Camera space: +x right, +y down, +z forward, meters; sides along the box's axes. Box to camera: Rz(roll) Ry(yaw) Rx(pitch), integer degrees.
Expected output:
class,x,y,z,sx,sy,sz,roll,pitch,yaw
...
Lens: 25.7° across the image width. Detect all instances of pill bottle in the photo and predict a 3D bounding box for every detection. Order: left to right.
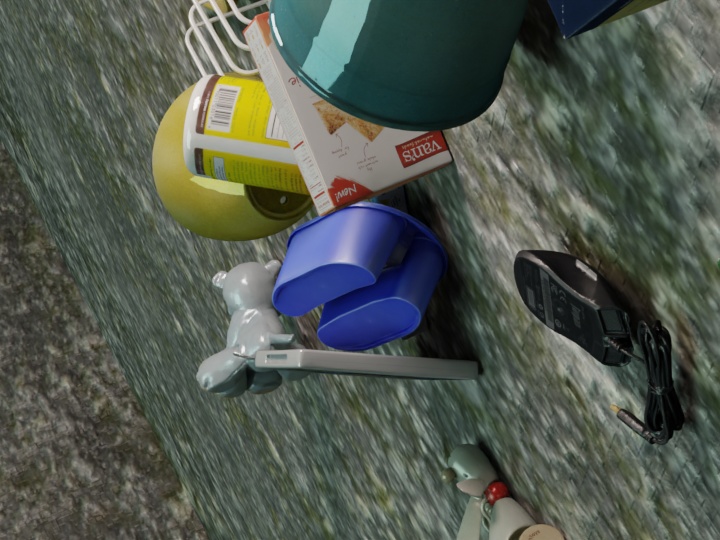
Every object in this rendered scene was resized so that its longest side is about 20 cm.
class,x,y,z,sx,sy,sz,roll,pitch,yaw
pill bottle,-0.077,-0.138,1.645,0.109,0.199,0.110,10,-90,-83

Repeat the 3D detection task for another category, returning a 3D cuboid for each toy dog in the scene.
class,x,y,z,sx,sy,sz,roll,pitch,yaw
toy dog,0.137,0.282,1.691,0.200,0.096,0.132,38,145,56

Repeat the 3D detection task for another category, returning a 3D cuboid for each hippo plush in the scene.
class,x,y,z,sx,sy,sz,roll,pitch,yaw
hippo plush,-0.166,0.076,2.205,0.200,0.159,0.161,63,-171,-69

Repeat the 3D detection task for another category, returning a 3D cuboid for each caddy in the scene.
class,x,y,z,sx,sy,sz,roll,pitch,yaw
caddy,0.000,0.000,1.662,0.141,0.105,0.200,37,144,-24

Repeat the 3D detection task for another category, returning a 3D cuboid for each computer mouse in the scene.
class,x,y,z,sx,sy,sz,roll,pitch,yaw
computer mouse,0.209,0.059,1.331,0.200,0.046,0.141,35,148,50

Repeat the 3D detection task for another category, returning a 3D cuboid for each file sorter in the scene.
class,x,y,z,sx,sy,sz,roll,pitch,yaw
file sorter,-0.106,-0.277,1.689,0.139,0.124,0.200,61,160,17

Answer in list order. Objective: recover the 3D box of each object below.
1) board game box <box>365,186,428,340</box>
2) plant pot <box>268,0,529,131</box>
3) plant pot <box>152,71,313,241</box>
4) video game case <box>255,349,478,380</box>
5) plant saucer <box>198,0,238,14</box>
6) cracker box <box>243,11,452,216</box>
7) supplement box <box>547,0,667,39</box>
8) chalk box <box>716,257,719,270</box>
class,x,y,z,sx,sy,sz,roll,pitch,yaw
board game box,0.015,-0.038,1.765,0.134,0.034,0.200,41,148,53
plant pot,0.048,-0.244,1.214,0.200,0.200,0.188,58,145,27
plant pot,-0.119,-0.118,1.805,0.142,0.200,0.201,25,134,56
video game case,0.003,0.103,1.720,0.182,0.199,0.024,169,106,-71
plant saucer,-0.198,-0.422,1.900,0.200,0.048,0.200,38,145,58
cracker box,-0.012,-0.169,1.533,0.200,0.134,0.058,67,161,0
supplement box,0.194,-0.233,0.775,0.135,0.199,0.200,67,162,2
chalk box,0.313,0.018,0.853,0.125,0.124,0.200,67,162,-1
